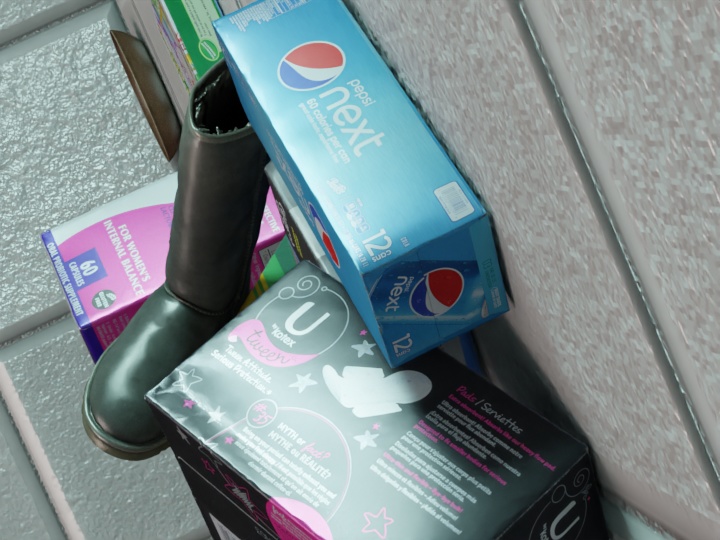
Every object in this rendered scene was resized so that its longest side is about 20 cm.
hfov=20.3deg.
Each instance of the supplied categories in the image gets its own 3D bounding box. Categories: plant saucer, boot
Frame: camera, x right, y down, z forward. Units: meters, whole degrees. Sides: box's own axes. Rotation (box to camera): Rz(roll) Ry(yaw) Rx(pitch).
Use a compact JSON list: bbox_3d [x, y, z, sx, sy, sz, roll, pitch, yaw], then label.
[{"bbox_3d":[-0.294,-0.250,2.808,0.200,0.036,0.202,155,90,-83],"label":"plant saucer"},{"bbox_3d":[-0.095,-0.010,1.162,0.201,0.072,0.183,115,179,-49],"label":"boot"}]

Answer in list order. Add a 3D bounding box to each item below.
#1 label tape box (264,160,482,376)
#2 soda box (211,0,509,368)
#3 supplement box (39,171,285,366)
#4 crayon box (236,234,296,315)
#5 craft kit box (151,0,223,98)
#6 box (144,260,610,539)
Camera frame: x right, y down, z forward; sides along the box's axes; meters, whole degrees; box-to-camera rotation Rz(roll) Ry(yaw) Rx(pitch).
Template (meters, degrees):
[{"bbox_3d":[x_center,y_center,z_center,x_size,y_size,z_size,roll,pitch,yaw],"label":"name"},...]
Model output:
[{"bbox_3d":[0.000,0.000,1.134,0.145,0.063,0.201,73,170,-45],"label":"label tape box"},{"bbox_3d":[-0.003,-0.053,0.950,0.068,0.064,0.201,71,172,-47],"label":"soda box"},{"bbox_3d":[-0.110,-0.004,1.423,0.104,0.199,0.101,74,169,-49],"label":"supplement box"},{"bbox_3d":[-0.028,0.066,1.246,0.200,0.051,0.127,-63,-45,-58],"label":"crayon box"},{"bbox_3d":[-0.115,-0.147,1.659,0.198,0.048,0.201,93,152,-83],"label":"craft kit box"},{"bbox_3d":[0.014,0.110,0.960,0.200,0.115,0.133,34,155,39],"label":"box"}]
